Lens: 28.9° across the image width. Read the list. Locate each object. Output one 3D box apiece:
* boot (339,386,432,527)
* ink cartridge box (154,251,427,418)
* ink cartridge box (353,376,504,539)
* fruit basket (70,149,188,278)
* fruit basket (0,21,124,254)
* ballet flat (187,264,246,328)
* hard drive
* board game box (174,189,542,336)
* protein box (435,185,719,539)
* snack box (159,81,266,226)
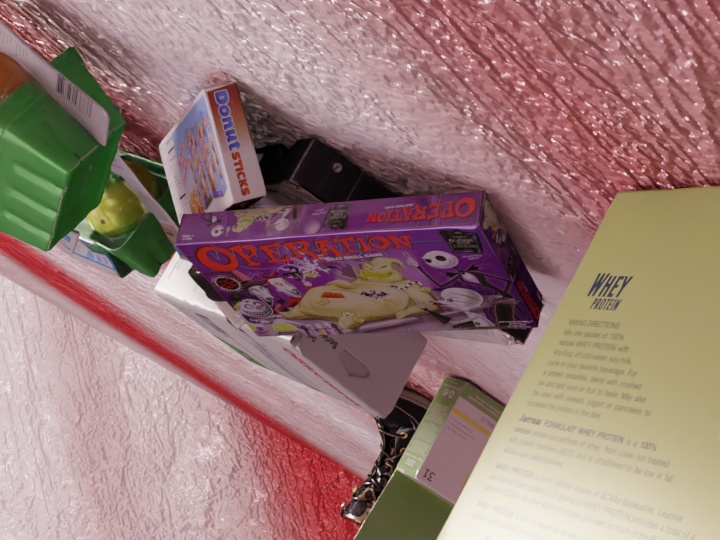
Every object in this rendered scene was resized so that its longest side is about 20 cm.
[{"bbox_3d":[0.031,0.208,1.520,0.073,0.151,0.200,22,166,29],"label":"boot"},{"bbox_3d":[-0.061,0.040,1.219,0.199,0.083,0.147,18,163,45],"label":"ink cartridge box"},{"bbox_3d":[0.092,0.223,1.325,0.145,0.201,0.048,35,168,-26],"label":"ink cartridge box"},{"bbox_3d":[-0.233,-0.080,1.121,0.184,0.094,0.200,20,161,39],"label":"fruit basket"},{"bbox_3d":[-0.257,-0.121,0.964,0.200,0.094,0.186,43,145,8],"label":"fruit basket"},{"bbox_3d":[-0.079,-0.001,1.018,0.200,0.067,0.069,-81,-26,-78],"label":"ballet flat"},{"bbox_3d":[0.011,-0.016,0.943,0.199,0.038,0.139,34,168,-22],"label":"hard drive"},{"bbox_3d":[0.000,0.000,0.856,0.198,0.033,0.120,-3,144,25],"label":"board game box"},{"bbox_3d":[0.167,0.083,0.589,0.134,0.201,0.198,34,167,-21],"label":"protein box"},{"bbox_3d":[-0.102,-0.068,0.925,0.024,0.073,0.200,-14,179,-16],"label":"snack box"}]
